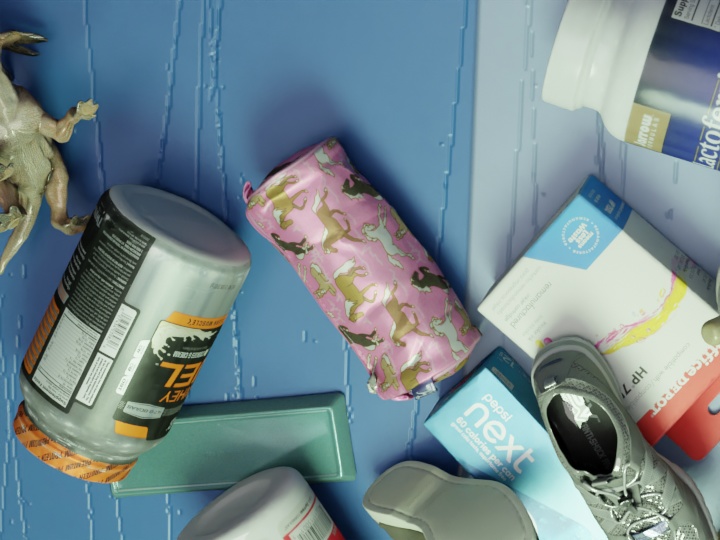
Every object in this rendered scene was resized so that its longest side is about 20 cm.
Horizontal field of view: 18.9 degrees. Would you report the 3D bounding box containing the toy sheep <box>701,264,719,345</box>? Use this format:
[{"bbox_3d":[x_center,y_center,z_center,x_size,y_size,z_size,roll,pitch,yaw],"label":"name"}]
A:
[{"bbox_3d":[0.307,0.018,1.451,0.138,0.200,0.138,23,121,46],"label":"toy sheep"}]

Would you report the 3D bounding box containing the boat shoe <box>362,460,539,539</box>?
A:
[{"bbox_3d":[0.074,0.189,1.549,0.072,0.202,0.060,-42,115,-16],"label":"boat shoe"}]

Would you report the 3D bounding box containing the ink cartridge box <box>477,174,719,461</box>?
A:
[{"bbox_3d":[0.198,0.044,1.536,0.200,0.067,0.116,40,110,1],"label":"ink cartridge box"}]

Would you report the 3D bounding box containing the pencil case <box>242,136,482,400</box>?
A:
[{"bbox_3d":[0.000,0.000,1.566,0.200,0.086,0.083,54,139,-3],"label":"pencil case"}]

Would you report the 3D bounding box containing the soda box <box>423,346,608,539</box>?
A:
[{"bbox_3d":[0.141,0.155,1.578,0.068,0.064,0.200,-43,90,18],"label":"soda box"}]

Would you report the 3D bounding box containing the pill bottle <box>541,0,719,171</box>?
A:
[{"bbox_3d":[0.230,-0.131,1.462,0.199,0.116,0.116,18,107,9],"label":"pill bottle"}]

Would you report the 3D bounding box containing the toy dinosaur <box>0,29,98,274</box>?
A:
[{"bbox_3d":[-0.255,-0.101,1.599,0.086,0.136,0.200,-16,133,-21],"label":"toy dinosaur"}]

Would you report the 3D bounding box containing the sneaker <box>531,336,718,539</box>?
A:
[{"bbox_3d":[0.173,0.146,1.489,0.075,0.082,0.200,-34,95,21],"label":"sneaker"}]

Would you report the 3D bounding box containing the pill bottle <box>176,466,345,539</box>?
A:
[{"bbox_3d":[-0.042,0.256,1.615,0.112,0.112,0.200,-29,103,18],"label":"pill bottle"}]

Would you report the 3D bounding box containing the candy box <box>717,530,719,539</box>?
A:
[{"bbox_3d":[0.286,0.263,1.573,0.115,0.055,0.200,30,108,5],"label":"candy box"}]

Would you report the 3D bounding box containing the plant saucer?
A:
[{"bbox_3d":[-0.105,0.136,1.657,0.199,0.019,0.070,-5,101,16],"label":"plant saucer"}]

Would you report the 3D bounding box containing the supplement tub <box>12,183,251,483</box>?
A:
[{"bbox_3d":[-0.173,0.048,1.594,0.122,0.123,0.200,29,107,5],"label":"supplement tub"}]
